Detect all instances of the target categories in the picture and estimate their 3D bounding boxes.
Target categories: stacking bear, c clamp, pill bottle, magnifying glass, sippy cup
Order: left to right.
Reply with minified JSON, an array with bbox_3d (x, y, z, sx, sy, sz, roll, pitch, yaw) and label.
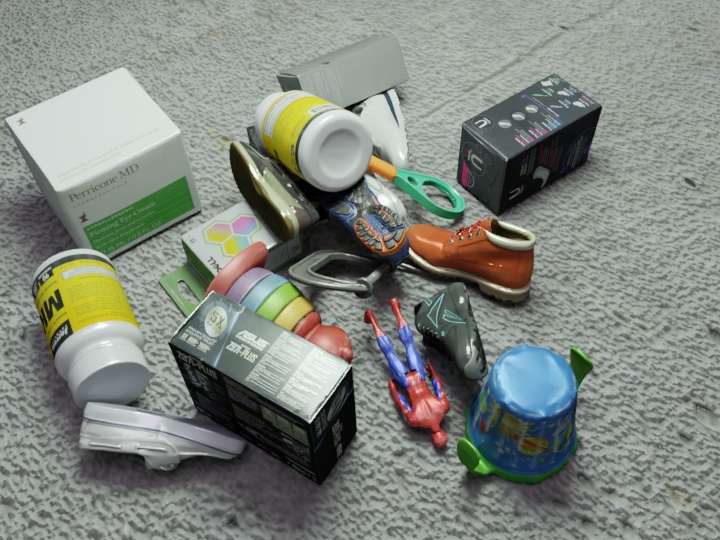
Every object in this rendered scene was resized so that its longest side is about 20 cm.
[{"bbox_3d":[-0.351,0.077,0.974,0.114,0.115,0.200,-24,54,-16],"label":"pill bottle"},{"bbox_3d":[-0.097,0.073,0.973,0.200,0.122,0.114,34,29,12],"label":"stacking bear"},{"bbox_3d":[-0.076,-0.195,1.078,0.112,0.113,0.200,-28,35,-18],"label":"pill bottle"},{"bbox_3d":[0.000,0.000,1.015,0.170,0.027,0.200,16,18,19],"label":"c clamp"},{"bbox_3d":[0.070,-0.136,1.130,0.199,0.022,0.080,24,38,-12],"label":"magnifying glass"},{"bbox_3d":[0.195,0.160,0.875,0.139,0.131,0.178,11,53,12],"label":"sippy cup"}]

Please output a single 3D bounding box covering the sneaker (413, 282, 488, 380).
[{"bbox_3d":[0.114,0.085,0.956,0.079,0.076,0.200,-15,22,5],"label":"sneaker"}]

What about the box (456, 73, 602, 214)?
[{"bbox_3d":[0.259,-0.199,1.164,0.199,0.123,0.106,-30,57,-21],"label":"box"}]

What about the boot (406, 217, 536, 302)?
[{"bbox_3d":[0.152,-0.040,1.048,0.199,0.108,0.075,20,44,18],"label":"boot"}]

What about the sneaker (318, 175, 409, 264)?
[{"bbox_3d":[0.005,-0.074,1.060,0.075,0.079,0.200,-34,51,-1],"label":"sneaker"}]

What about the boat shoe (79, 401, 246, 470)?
[{"bbox_3d":[-0.240,0.209,0.903,0.199,0.074,0.066,11,82,5],"label":"boat shoe"}]

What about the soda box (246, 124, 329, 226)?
[{"bbox_3d":[-0.117,-0.154,1.181,0.070,0.063,0.200,-19,53,-12],"label":"soda box"}]

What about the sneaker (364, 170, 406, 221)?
[{"bbox_3d":[-0.005,-0.129,1.155,0.072,0.072,0.200,-29,52,-10],"label":"sneaker"}]

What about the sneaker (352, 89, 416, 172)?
[{"bbox_3d":[0.040,-0.218,1.228,0.080,0.077,0.201,-14,44,1],"label":"sneaker"}]

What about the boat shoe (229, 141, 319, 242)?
[{"bbox_3d":[-0.127,-0.120,1.079,0.066,0.072,0.201,-19,51,-26],"label":"boat shoe"}]

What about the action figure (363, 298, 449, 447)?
[{"bbox_3d":[0.065,0.134,0.954,0.065,0.052,0.201,-20,58,-6],"label":"action figure"}]

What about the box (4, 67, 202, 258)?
[{"bbox_3d":[-0.381,-0.159,1.126,0.199,0.172,0.200,-32,56,-21],"label":"box"}]

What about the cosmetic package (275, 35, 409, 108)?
[{"bbox_3d":[-0.029,-0.335,1.290,0.199,0.091,0.107,-30,26,-18],"label":"cosmetic package"}]

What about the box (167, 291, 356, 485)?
[{"bbox_3d":[-0.110,0.140,0.882,0.199,0.164,0.086,25,57,21],"label":"box"}]

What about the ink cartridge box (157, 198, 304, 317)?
[{"bbox_3d":[-0.191,-0.024,1.083,0.200,0.059,0.104,-33,57,-22],"label":"ink cartridge box"}]
